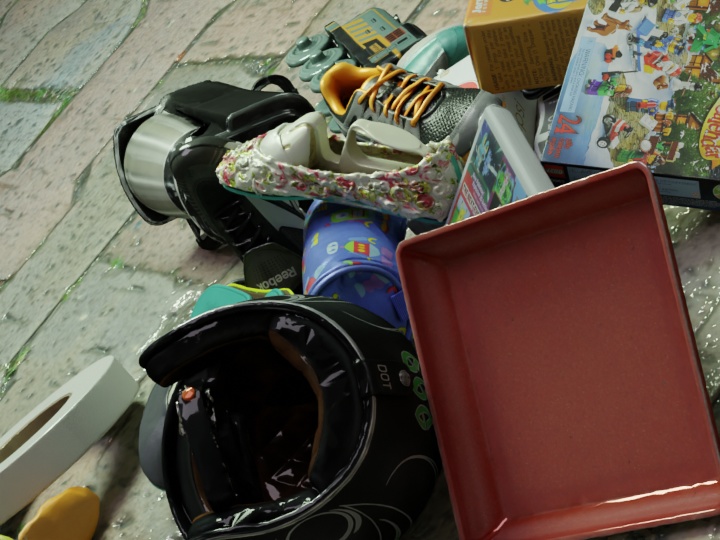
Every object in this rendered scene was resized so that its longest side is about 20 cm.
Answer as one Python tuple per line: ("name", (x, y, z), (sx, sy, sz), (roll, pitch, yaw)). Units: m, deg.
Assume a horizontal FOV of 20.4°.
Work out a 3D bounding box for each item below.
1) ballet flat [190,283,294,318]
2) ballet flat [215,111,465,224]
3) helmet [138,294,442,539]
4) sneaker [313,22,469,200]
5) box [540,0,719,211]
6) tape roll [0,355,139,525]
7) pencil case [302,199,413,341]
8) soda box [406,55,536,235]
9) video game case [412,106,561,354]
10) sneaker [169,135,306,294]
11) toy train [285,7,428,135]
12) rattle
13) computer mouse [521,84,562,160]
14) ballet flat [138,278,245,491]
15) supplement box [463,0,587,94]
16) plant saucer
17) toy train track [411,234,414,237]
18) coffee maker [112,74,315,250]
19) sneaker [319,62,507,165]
("ballet flat", (-0.066, 0.048, 1.462), (0.067, 0.067, 0.200), (-57, 20, -6))
("ballet flat", (-0.012, -0.082, 1.443), (0.200, 0.064, 0.076), (9, 34, 20))
("helmet", (-0.045, 0.109, 1.282), (0.200, 0.191, 0.200), (-3, 75, 13))
("sneaker", (0.041, -0.114, 1.646), (0.200, 0.071, 0.080), (-48, 28, 7))
("box", (0.211, -0.136, 1.341), (0.136, 0.038, 0.200), (7, 59, 20))
("tape roll", (-0.270, 0.149, 1.673), (0.203, 0.037, 0.203), (-39, 8, 7))
("pencil case", (0.000, 0.000, 1.434), (0.087, 0.078, 0.200), (-11, 20, 2))
("soda box", (0.087, -0.088, 1.536), (0.068, 0.064, 0.200), (-30, 28, 27))
("video game case", (0.085, 0.012, 1.319), (0.200, 0.023, 0.183), (-109, 33, -61))
("sneaker", (-0.073, -0.024, 1.539), (0.066, 0.200, 0.091), (-28, 42, 19))
("toy train", (0.007, -0.178, 1.784), (0.114, 0.085, 0.200), (-32, 23, -2))
("rattle", (-0.322, 0.237, 1.583), (0.200, 0.130, 0.143), (-30, 32, 36))
("computer mouse", (0.165, -0.115, 1.484), (0.109, 0.044, 0.200), (-19, 30, 18))
("ballet flat", (-0.117, 0.080, 1.565), (0.073, 0.073, 0.200), (-22, 31, 39))
("supplement box", (0.179, -0.183, 1.462), (0.200, 0.069, 0.067), (-9, 38, 17))
("plant saucer", (0.122, 0.056, 1.174), (0.199, 0.200, 0.037), (-19, -9, 43))
("toy train track", (0.015, 0.044, 1.482), (0.115, 0.033, 0.200), (-22, 26, 44))
("coffee maker", (-0.103, -0.111, 1.773), (0.192, 0.135, 0.200), (-49, 26, -12))
("sneaker", (0.034, -0.117, 1.496), (0.078, 0.077, 0.200), (-52, 27, -19))
